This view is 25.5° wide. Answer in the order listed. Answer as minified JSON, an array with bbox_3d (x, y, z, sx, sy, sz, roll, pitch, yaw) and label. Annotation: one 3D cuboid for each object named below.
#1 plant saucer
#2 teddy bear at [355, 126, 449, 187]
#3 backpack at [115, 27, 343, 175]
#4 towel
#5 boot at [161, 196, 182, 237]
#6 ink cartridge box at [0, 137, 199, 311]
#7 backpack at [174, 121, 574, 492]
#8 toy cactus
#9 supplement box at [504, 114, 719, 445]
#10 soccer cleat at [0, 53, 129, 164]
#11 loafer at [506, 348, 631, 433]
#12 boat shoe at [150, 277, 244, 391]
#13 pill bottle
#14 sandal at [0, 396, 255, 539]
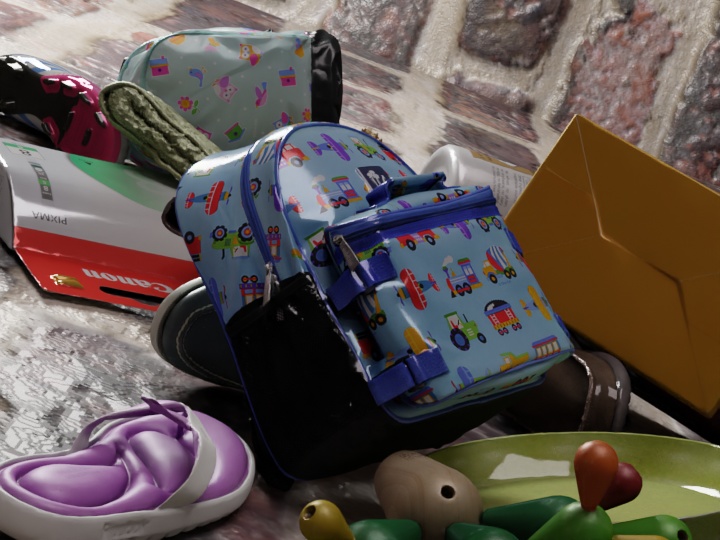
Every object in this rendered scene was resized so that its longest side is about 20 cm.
[{"bbox_3d":[0.123,0.124,0.870,0.200,0.031,0.200,-1,8,0],"label":"plant saucer"},{"bbox_3d":[0.020,-0.034,1.197,0.067,0.145,0.200,-20,-8,-25],"label":"teddy bear"},{"bbox_3d":[-0.118,-0.147,1.392,0.200,0.167,0.127,2,-8,-18],"label":"backpack"},{"bbox_3d":[-0.116,-0.077,1.249,0.200,0.036,0.148,40,3,-3],"label":"towel"},{"bbox_3d":[-0.026,0.010,1.043,0.200,0.072,0.166,24,0,9],"label":"boot"},{"bbox_3d":[-0.172,-0.030,1.106,0.161,0.050,0.200,12,14,-33],"label":"ink cartridge box"},{"bbox_3d":[0.000,0.000,0.886,0.183,0.135,0.200,-6,66,-51],"label":"backpack"},{"bbox_3d":[0.045,0.118,0.724,0.200,0.102,0.165,-16,19,-16],"label":"toy cactus"},{"bbox_3d":[0.219,0.017,1.171,0.197,0.133,0.200,33,-3,22],"label":"supplement box"},{"bbox_3d":[-0.242,-0.139,1.362,0.086,0.070,0.200,2,23,-48],"label":"soccer cleat"},{"bbox_3d":[0.116,0.078,1.095,0.071,0.073,0.200,11,7,-22],"label":"loafer"},{"bbox_3d":[-0.033,0.050,0.958,0.200,0.073,0.062,16,10,-41],"label":"boat shoe"},{"bbox_3d":[0.150,-0.034,1.455,0.200,0.114,0.114,17,14,-18],"label":"pill bottle"},{"bbox_3d":[-0.101,0.088,0.755,0.082,0.050,0.203,25,14,14],"label":"sandal"}]
